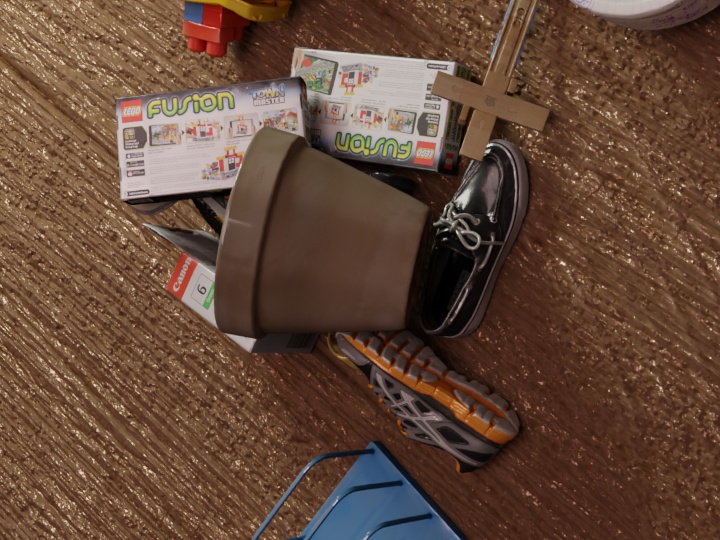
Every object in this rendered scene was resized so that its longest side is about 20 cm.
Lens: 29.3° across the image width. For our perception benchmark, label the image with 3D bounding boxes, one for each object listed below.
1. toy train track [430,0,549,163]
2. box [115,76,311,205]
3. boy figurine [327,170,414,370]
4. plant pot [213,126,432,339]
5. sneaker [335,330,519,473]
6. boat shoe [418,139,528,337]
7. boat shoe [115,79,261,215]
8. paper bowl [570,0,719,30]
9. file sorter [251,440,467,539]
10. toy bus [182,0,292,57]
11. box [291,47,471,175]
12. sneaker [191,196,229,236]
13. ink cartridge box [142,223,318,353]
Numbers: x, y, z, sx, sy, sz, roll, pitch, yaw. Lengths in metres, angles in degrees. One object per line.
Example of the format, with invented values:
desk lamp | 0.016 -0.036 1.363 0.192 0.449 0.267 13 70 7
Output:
toy train track | 0.138 -0.201 1.336 0.114 0.033 0.201 20 86 2
box | -0.151 -0.133 1.422 0.198 0.035 0.111 -5 83 8
boy figurine | 0.000 0.000 1.406 0.123 0.064 0.202 10 90 24
plant pot | -0.028 -0.021 1.296 0.172 0.200 0.202 12 94 8
sneaker | 0.054 0.123 1.337 0.199 0.078 0.078 36 119 10
boat shoe | 0.102 -0.032 1.338 0.073 0.068 0.201 27 102 31
boat shoe | -0.177 -0.143 1.483 0.200 0.072 0.076 -40 37 -9
paper bowl | 0.263 -0.316 1.230 0.199 0.104 0.203 -2 86 32
file sorter | 0.010 0.288 1.346 0.200 0.122 0.139 46 110 27
toy bus | -0.129 -0.325 1.481 0.199 0.135 0.194 14 108 30
box | 0.012 -0.165 1.416 0.199 0.035 0.111 12 93 33
sneaker | -0.113 -0.071 1.493 0.090 0.070 0.200 -41 47 -13
ink cartridge box | -0.143 0.019 1.470 0.199 0.109 0.051 33 104 30
